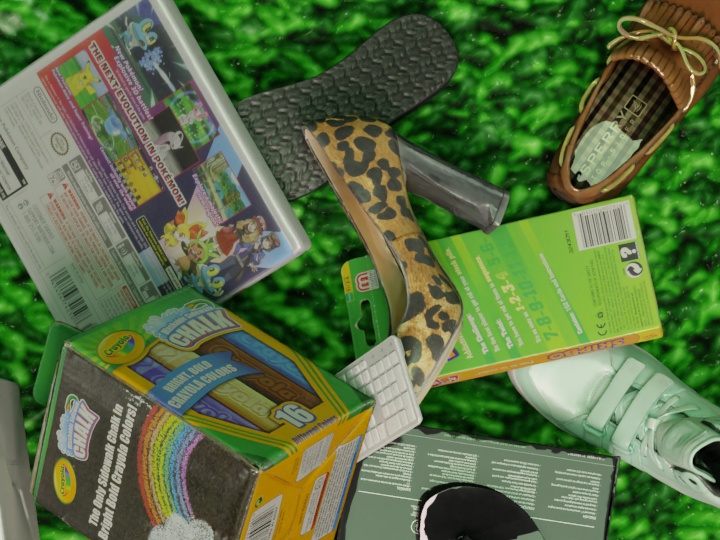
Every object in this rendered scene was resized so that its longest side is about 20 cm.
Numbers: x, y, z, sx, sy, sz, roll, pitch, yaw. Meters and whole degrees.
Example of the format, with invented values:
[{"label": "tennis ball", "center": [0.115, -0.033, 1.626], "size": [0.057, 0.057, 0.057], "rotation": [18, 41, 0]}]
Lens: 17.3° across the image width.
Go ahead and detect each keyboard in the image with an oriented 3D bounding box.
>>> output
[{"label": "keyboard", "center": [-0.017, 0.099, 1.488], "size": [0.011, 0.200, 0.056], "rotation": [-2, 71, -29]}]

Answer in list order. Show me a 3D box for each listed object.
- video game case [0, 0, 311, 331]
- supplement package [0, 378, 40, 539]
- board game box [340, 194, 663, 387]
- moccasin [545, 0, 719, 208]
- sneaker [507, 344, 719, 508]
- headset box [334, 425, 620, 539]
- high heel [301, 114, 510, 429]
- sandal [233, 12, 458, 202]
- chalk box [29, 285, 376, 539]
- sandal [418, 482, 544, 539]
[{"label": "video game case", "center": [-0.153, -0.057, 1.542], "size": [0.182, 0.023, 0.200], "rotation": [-31, 86, 21]}, {"label": "supplement package", "center": [-0.312, 0.150, 1.469], "size": [0.200, 0.191, 0.147], "rotation": [-8, 85, -2]}, {"label": "board game box", "center": [0.091, 0.018, 1.549], "size": [0.200, 0.030, 0.096], "rotation": [-12, 68, 6]}, {"label": "moccasin", "center": [0.191, -0.131, 1.565], "size": [0.074, 0.078, 0.201], "rotation": [40, 85, 4]}, {"label": "sneaker", "center": [0.190, 0.091, 1.526], "size": [0.200, 0.118, 0.074], "rotation": [29, 86, 2]}, {"label": "headset box", "center": [0.064, 0.205, 1.525], "size": [0.174, 0.093, 0.200], "rotation": [8, 85, -1]}, {"label": "high heel", "center": [0.000, 0.000, 1.500], "size": [0.142, 0.071, 0.200], "rotation": [26, 63, -7]}, {"label": "sandal", "center": [-0.022, -0.099, 1.578], "size": [0.200, 0.048, 0.075], "rotation": [-30, 85, -17]}, {"label": "chalk box", "center": [-0.115, 0.099, 1.456], "size": [0.200, 0.124, 0.125], "rotation": [32, 123, 25]}, {"label": "sandal", "center": [0.097, 0.221, 1.457], "size": [0.076, 0.043, 0.200], "rotation": [-24, 87, -4]}]
